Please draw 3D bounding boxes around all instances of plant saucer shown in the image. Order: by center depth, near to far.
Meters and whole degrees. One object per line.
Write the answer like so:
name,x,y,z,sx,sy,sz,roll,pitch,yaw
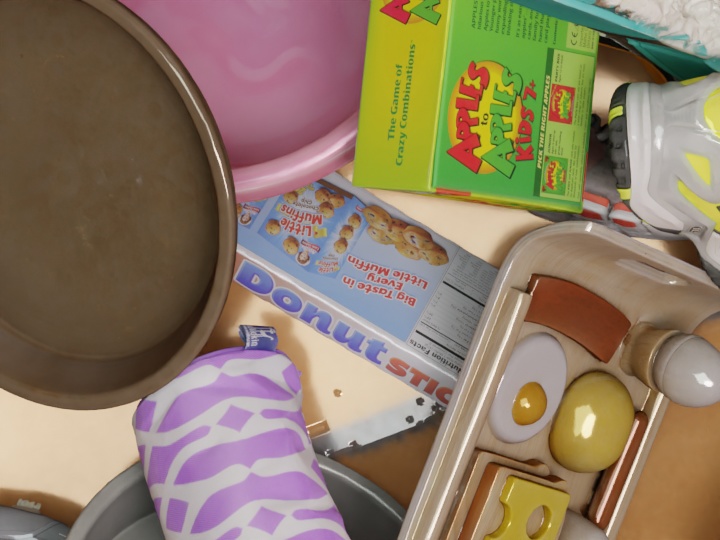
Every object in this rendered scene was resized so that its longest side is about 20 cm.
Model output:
plant saucer,-0.134,-0.037,1.275,0.199,0.029,0.201,11,112,28
plant saucer,-0.050,-0.117,1.316,0.200,0.051,0.201,-6,66,13

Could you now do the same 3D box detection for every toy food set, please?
toy food set,0.101,0.087,1.300,0.060,0.143,0.201,21,91,42

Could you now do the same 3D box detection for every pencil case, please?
pencil case,-0.036,0.130,1.269,0.084,0.085,0.201,-39,57,36

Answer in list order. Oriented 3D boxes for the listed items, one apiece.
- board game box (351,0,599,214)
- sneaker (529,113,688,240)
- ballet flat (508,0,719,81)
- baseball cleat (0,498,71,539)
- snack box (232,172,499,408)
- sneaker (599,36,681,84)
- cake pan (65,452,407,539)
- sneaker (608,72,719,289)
board game box,0.056,-0.130,1.246,0.047,0.101,0.201,5,89,44
sneaker,0.075,-0.074,1.336,0.199,0.077,0.082,21,85,0
ballet flat,0.120,-0.122,1.231,0.072,0.200,0.072,-10,73,35
baseball cleat,-0.123,0.180,1.325,0.199,0.107,0.070,29,125,0
snack box,0.000,0.000,1.341,0.200,0.024,0.072,31,51,0
sneaker,0.116,-0.144,1.332,0.077,0.078,0.200,-40,91,6
cake pan,-0.046,0.170,1.308,0.199,0.037,0.201,11,55,-15
sneaker,0.182,-0.034,1.276,0.076,0.200,0.076,-9,75,30
